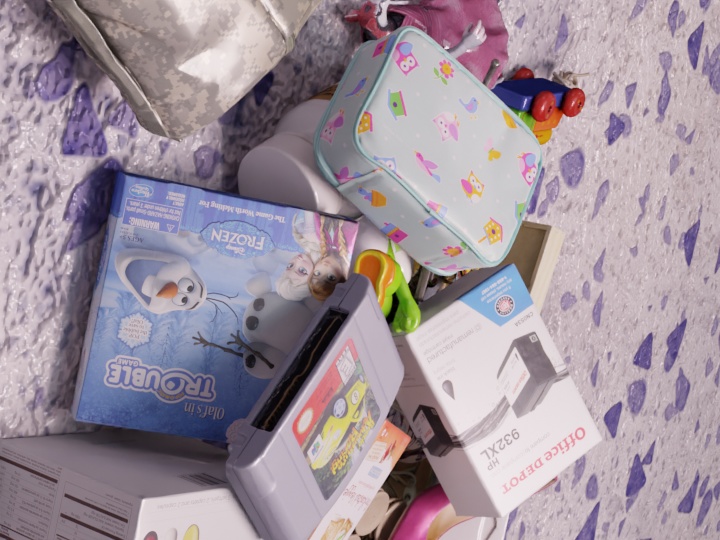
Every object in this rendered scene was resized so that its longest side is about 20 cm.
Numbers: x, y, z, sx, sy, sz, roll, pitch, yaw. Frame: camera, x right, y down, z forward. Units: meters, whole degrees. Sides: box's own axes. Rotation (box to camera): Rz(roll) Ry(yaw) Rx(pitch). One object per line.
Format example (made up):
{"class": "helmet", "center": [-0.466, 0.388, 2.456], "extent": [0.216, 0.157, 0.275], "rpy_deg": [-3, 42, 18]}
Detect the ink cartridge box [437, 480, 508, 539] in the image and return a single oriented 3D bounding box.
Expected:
{"class": "ink cartridge box", "center": [0.121, 0.265, 1.662], "extent": [0.200, 0.084, 0.147], "rpy_deg": [51, 52, -82]}

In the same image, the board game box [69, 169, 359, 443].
{"class": "board game box", "center": [-0.118, 0.037, 1.221], "extent": [0.199, 0.043, 0.200], "rpy_deg": [10, 96, -19]}

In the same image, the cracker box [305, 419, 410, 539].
{"class": "cracker box", "center": [-0.039, 0.212, 1.343], "extent": [0.200, 0.058, 0.134], "rpy_deg": [-57, 164, -4]}

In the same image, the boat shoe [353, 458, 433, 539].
{"class": "boat shoe", "center": [0.008, 0.246, 1.575], "extent": [0.201, 0.073, 0.063], "rpy_deg": [-47, 144, -25]}

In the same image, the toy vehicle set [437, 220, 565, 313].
{"class": "toy vehicle set", "center": [0.136, 0.040, 1.630], "extent": [0.026, 0.124, 0.201], "rpy_deg": [24, 83, -46]}

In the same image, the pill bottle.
{"class": "pill bottle", "center": [-0.014, -0.107, 1.353], "extent": [0.200, 0.114, 0.115], "rpy_deg": [-36, 131, -44]}

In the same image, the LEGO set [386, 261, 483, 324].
{"class": "LEGO set", "center": [0.067, 0.018, 1.524], "extent": [0.200, 0.116, 0.154], "rpy_deg": [-48, 138, -36]}

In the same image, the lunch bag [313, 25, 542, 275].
{"class": "lunch bag", "center": [0.062, -0.101, 1.289], "extent": [0.200, 0.077, 0.161], "rpy_deg": [40, 55, -27]}

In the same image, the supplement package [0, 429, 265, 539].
{"class": "supplement package", "center": [-0.174, 0.202, 1.199], "extent": [0.200, 0.155, 0.111], "rpy_deg": [3, 101, -57]}

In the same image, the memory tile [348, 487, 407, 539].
{"class": "memory tile", "center": [-0.011, 0.285, 1.497], "extent": [0.154, 0.017, 0.200], "rpy_deg": [-57, 148, -4]}

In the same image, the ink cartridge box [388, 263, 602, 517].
{"class": "ink cartridge box", "center": [0.121, 0.116, 1.453], "extent": [0.145, 0.084, 0.201], "rpy_deg": [-32, 99, -27]}

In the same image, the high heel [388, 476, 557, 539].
{"class": "high heel", "center": [0.107, 0.251, 1.521], "extent": [0.200, 0.096, 0.067], "rpy_deg": [-46, 154, -22]}

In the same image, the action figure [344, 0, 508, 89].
{"class": "action figure", "center": [0.052, -0.232, 1.452], "extent": [0.199, 0.134, 0.149], "rpy_deg": [-4, 149, -43]}

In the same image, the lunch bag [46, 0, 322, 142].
{"class": "lunch bag", "center": [-0.142, -0.212, 1.094], "extent": [0.168, 0.139, 0.200], "rpy_deg": [-60, 144, -23]}

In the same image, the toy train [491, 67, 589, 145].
{"class": "toy train", "center": [0.201, -0.162, 1.696], "extent": [0.200, 0.084, 0.116], "rpy_deg": [-14, 125, -54]}

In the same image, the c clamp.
{"class": "c clamp", "center": [0.082, -0.076, 1.418], "extent": [0.171, 0.027, 0.201], "rpy_deg": [106, 1, -67]}

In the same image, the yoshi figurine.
{"class": "yoshi figurine", "center": [-0.001, 0.016, 1.367], "extent": [0.113, 0.112, 0.200], "rpy_deg": [68, 14, 4]}

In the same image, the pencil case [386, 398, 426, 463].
{"class": "pencil case", "center": [0.014, 0.139, 1.517], "extent": [0.200, 0.089, 0.078], "rpy_deg": [32, 69, -56]}

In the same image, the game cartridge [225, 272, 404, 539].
{"class": "game cartridge", "center": [-0.031, 0.117, 1.213], "extent": [0.200, 0.041, 0.133], "rpy_deg": [-57, 149, -29]}
